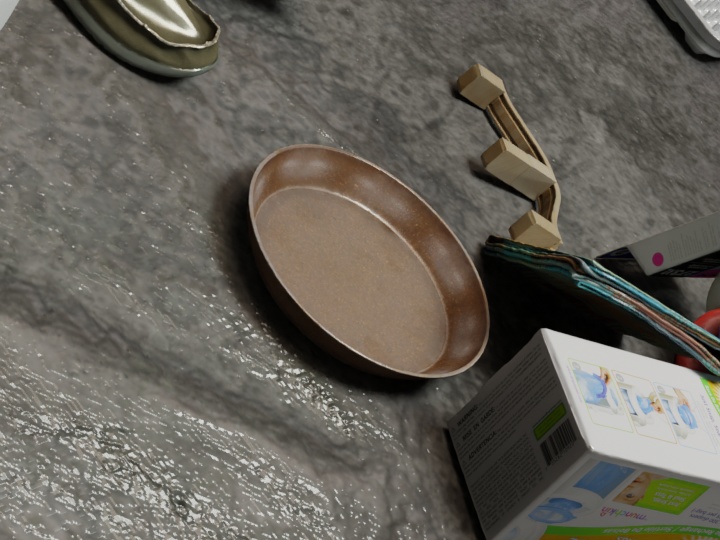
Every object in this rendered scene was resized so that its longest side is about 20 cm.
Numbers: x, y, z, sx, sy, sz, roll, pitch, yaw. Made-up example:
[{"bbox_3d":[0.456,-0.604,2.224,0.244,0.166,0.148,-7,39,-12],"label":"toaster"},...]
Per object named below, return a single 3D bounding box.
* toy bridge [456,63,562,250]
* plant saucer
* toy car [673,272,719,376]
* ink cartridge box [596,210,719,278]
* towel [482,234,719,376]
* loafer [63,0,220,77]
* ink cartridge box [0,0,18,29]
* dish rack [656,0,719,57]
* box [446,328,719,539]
[{"bbox_3d":[0.126,-0.079,1.614,0.067,0.027,0.200,30,30,-37],"label":"toy bridge"},{"bbox_3d":[0.000,0.000,1.408,0.200,0.034,0.200,26,39,-23],"label":"plant saucer"},{"bbox_3d":[0.312,0.063,1.516,0.150,0.200,0.175,0,72,-34],"label":"toy car"},{"bbox_3d":[0.290,-0.024,1.597,0.095,0.200,0.037,1,75,-45],"label":"ink cartridge box"},{"bbox_3d":[0.177,0.024,1.472,0.147,0.022,0.200,31,-3,-17],"label":"towel"},{"bbox_3d":[-0.174,-0.213,1.426,0.200,0.070,0.075,38,35,-7],"label":"loafer"},{"bbox_3d":[-0.304,-0.162,1.200,0.145,0.083,0.200,39,46,-4],"label":"ink cartridge box"},{"bbox_3d":[0.351,-0.277,2.047,0.200,0.044,0.172,-11,62,-50],"label":"dish rack"},{"bbox_3d":[0.177,0.128,1.377,0.200,0.113,0.101,15,41,-35],"label":"box"}]
